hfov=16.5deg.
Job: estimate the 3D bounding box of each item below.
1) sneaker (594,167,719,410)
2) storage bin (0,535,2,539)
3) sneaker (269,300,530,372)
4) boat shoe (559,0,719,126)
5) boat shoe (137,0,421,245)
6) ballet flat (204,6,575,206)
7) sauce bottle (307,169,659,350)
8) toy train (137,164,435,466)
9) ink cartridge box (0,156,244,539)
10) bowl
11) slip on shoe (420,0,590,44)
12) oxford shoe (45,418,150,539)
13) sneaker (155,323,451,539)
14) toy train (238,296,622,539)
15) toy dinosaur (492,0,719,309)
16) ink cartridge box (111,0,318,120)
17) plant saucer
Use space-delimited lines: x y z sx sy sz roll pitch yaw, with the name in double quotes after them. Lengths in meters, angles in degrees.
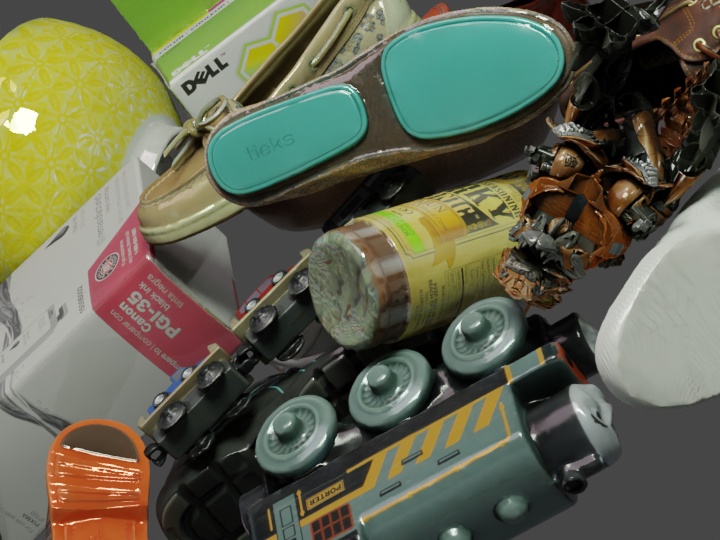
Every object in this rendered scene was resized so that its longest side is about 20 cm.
0.168 -0.002 1.189 0.200 0.075 0.088 -45 15 -29 "sneaker"
-0.275 0.198 1.344 0.134 0.146 0.200 1 38 11 "storage bin"
0.000 0.000 1.349 0.200 0.092 0.076 -10 37 44 "sneaker"
0.192 -0.118 1.332 0.200 0.070 0.070 -20 22 47 "boat shoe"
-0.052 -0.091 1.368 0.200 0.063 0.073 -42 23 -16 "boat shoe"
0.018 -0.083 1.249 0.199 0.068 0.067 -15 -7 15 "ballet flat"
0.068 -0.015 1.245 0.200 0.065 0.065 -18 13 -35 "sauce bottle"
-0.041 0.021 1.265 0.200 0.034 0.046 -46 30 -2 "toy train"
-0.168 0.051 1.448 0.200 0.083 0.147 -42 25 12 "ink cartridge box"
-0.160 -0.055 1.559 0.107 0.201 0.200 8 46 23 "bowl"
0.045 -0.123 1.447 0.199 0.061 0.074 -21 10 -7 "slip on shoe"
-0.136 0.176 1.284 0.071 0.073 0.200 6 48 -3 "oxford shoe"
-0.023 0.070 1.287 0.200 0.075 0.079 -30 25 13 "sneaker"
0.033 0.096 1.178 0.200 0.085 0.114 -28 40 13 "toy train"
0.124 -0.059 1.197 0.200 0.102 0.136 -73 2 -52 "toy dinosaur"
-0.073 -0.170 1.590 0.148 0.200 0.076 -37 26 1 "ink cartridge box"
0.025 -0.063 1.417 0.200 0.035 0.200 -19 9 3 "plant saucer"
